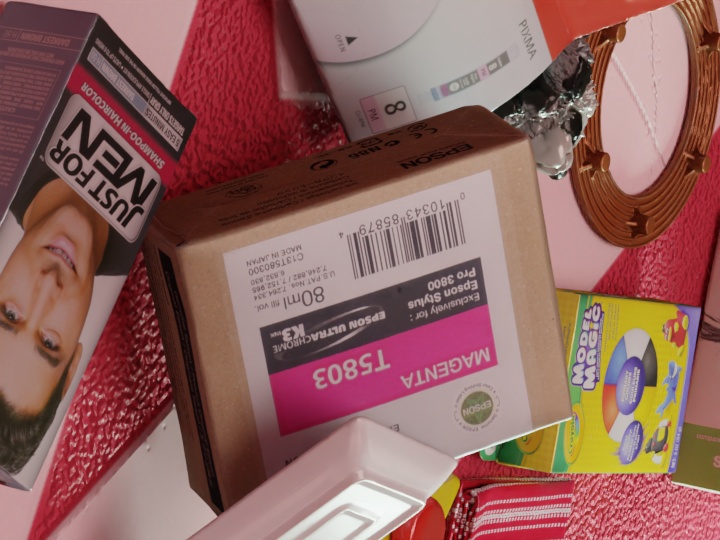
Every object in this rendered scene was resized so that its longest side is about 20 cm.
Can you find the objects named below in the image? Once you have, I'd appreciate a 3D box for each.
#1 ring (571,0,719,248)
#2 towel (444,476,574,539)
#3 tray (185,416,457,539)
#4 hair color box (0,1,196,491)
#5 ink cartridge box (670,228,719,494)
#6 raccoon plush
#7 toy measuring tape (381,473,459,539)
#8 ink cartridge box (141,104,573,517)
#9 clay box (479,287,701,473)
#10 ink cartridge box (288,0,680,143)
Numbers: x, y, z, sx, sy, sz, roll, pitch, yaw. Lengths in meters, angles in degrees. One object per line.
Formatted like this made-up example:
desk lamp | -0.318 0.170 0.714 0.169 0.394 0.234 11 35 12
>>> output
ring | 0.194 -0.113 1.799 0.200 0.019 0.202 -23 118 -53
towel | 0.086 0.231 1.730 0.144 0.022 0.201 6 94 -58
tray | -0.047 0.148 1.387 0.200 0.022 0.107 -37 150 17
hair color box | -0.158 -0.012 1.261 0.099 0.060 0.201 46 62 -51
ink cartridge box | 0.305 0.067 1.956 0.145 0.084 0.201 14 87 -57
raccoon plush | 0.093 -0.153 1.582 0.134 0.096 0.201 7 82 -79
toy measuring tape | 0.027 0.110 1.566 0.074 0.073 0.201 52 57 -49
ink cartridge box | -0.001 0.024 1.403 0.199 0.075 0.166 -19 113 -17
clay box | 0.149 0.071 1.756 0.200 0.047 0.116 5 94 -58
ink cartridge box | 0.063 -0.159 1.445 0.057 0.199 0.163 -95 166 -48
